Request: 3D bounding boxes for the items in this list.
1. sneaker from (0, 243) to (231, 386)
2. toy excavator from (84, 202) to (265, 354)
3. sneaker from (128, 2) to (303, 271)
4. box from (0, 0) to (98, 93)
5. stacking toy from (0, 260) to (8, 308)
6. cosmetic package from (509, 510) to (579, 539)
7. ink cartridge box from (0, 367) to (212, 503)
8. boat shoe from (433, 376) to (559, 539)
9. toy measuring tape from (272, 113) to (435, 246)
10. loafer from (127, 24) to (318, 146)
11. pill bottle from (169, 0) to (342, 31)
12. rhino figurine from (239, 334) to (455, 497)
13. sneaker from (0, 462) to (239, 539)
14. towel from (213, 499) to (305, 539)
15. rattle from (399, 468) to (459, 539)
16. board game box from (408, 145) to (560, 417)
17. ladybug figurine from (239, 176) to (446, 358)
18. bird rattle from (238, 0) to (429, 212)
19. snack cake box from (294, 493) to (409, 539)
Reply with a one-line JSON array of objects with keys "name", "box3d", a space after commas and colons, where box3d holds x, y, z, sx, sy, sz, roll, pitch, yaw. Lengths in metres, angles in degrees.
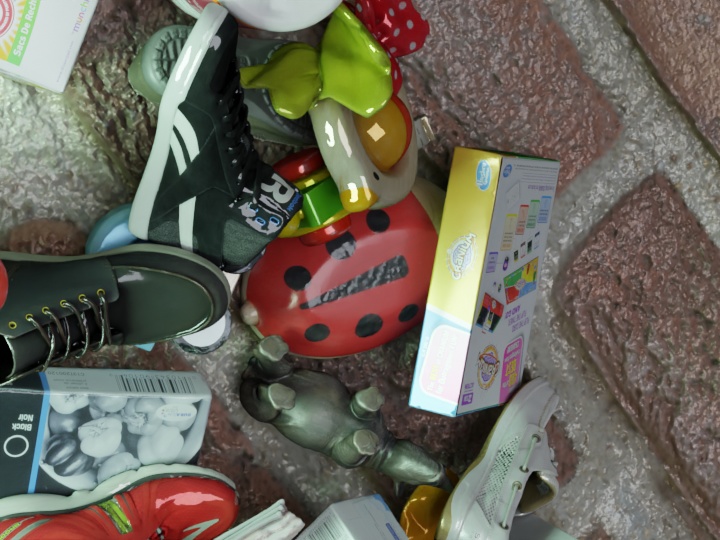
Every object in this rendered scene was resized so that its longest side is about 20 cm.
[{"name": "sneaker", "box3d": [-0.192, 0.039, 1.400, 0.198, 0.106, 0.075, -2, 119, 5]}, {"name": "toy excavator", "box3d": [-0.192, 0.008, 1.501, 0.199, 0.100, 0.196, 23, 90, -9]}, {"name": "sneaker", "box3d": [-0.083, -0.086, 1.393, 0.111, 0.073, 0.201, 23, 132, 1]}, {"name": "box", "box3d": [-0.231, -0.236, 1.425, 0.101, 0.112, 0.201, 21, 92, -23]}, {"name": "stacking toy", "box3d": [-0.281, -0.002, 1.322, 0.085, 0.200, 0.086, -4, 100, -24]}, {"name": "cosmetic package", "box3d": [0.136, 0.241, 1.600, 0.050, 0.200, 0.083, -27, 107, -16]}, {"name": "ink cartridge box", "box3d": [-0.224, 0.165, 1.496, 0.197, 0.043, 0.201, 3, 118, -22]}, {"name": "boat shoe", "box3d": [0.124, 0.164, 1.602, 0.200, 0.069, 0.071, -54, 162, -44]}, {"name": "toy measuring tape", "box3d": [-0.018, -0.070, 1.532, 0.200, 0.073, 0.074, -38, 115, -49]}, {"name": "loafer", "box3d": [-0.090, -0.139, 1.527, 0.199, 0.069, 0.076, 16, 77, -37]}, {"name": "pill bottle", "box3d": [-0.086, -0.229, 1.436, 0.113, 0.200, 0.115, -4, 100, -21]}, {"name": "rhino figurine", "box3d": [-0.008, 0.122, 1.570, 0.199, 0.087, 0.060, 31, 70, -9]}, {"name": "sneaker", "box3d": [-0.178, 0.200, 1.456, 0.198, 0.085, 0.078, -12, 123, -14]}, {"name": "towel", "box3d": [-0.140, 0.238, 1.503, 0.199, 0.191, 0.032, -29, 81, -15]}, {"name": "rattle", "box3d": [0.070, 0.277, 1.568, 0.143, 0.200, 0.130, -42, 117, 8]}, {"name": "board game box", "box3d": [0.099, 0.007, 1.584, 0.040, 0.153, 0.202, 12, 95, 22]}, {"name": "ladybug figurine", "box3d": [0.000, 0.000, 1.577, 0.199, 0.072, 0.137, -27, 108, -16]}, {"name": "bird rattle", "box3d": [-0.005, -0.126, 1.473, 0.112, 0.200, 0.164, -13, 99, 17]}, {"name": "snack cake box", "box3d": [-0.034, 0.276, 1.530, 0.200, 0.115, 0.067, -45, 158, 27]}]
